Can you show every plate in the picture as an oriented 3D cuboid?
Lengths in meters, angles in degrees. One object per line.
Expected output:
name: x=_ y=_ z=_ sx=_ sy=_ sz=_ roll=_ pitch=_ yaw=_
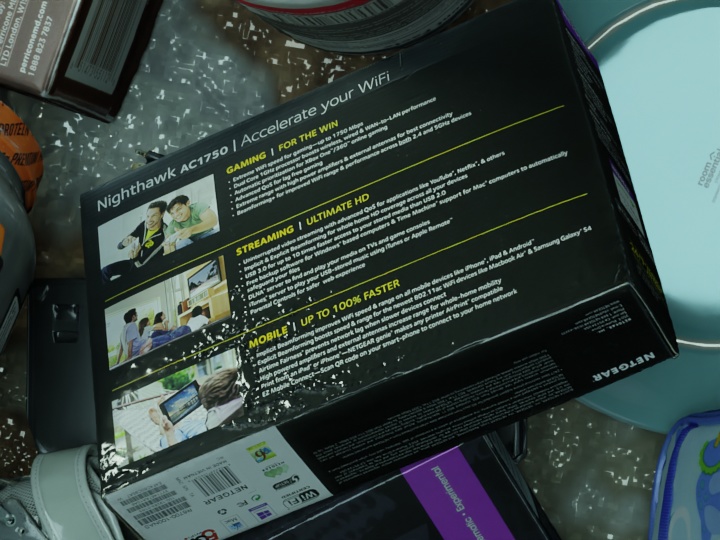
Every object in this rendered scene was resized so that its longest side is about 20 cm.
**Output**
plate: x=0.134 y=-0.037 z=0.950 sx=0.200 sy=0.026 sz=0.200 roll=-1 pitch=84 yaw=5

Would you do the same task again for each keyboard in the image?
keyboard: x=-0.034 y=0.016 z=0.990 sx=0.200 sy=0.021 sz=0.127 roll=0 pitch=89 yaw=9

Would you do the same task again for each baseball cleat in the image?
baseball cleat: x=-0.151 y=0.095 z=0.979 sx=0.200 sy=0.070 sz=0.106 roll=28 pitch=110 yaw=0

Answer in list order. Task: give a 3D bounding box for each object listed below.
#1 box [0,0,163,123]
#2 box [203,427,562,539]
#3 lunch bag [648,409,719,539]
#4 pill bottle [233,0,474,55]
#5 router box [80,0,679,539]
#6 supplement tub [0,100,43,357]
box: x=-0.186 y=-0.124 z=0.981 sx=0.200 sy=0.100 sz=0.075 roll=21 pitch=91 yaw=11
box: x=-0.017 y=0.141 z=0.936 sx=0.200 sy=0.036 sz=0.143 roll=-27 pitch=123 yaw=7
lunch bag: x=0.151 y=0.147 z=0.881 sx=0.082 sy=0.161 sz=0.200 roll=7 pitch=88 yaw=-15
pill bottle: x=-0.006 y=-0.136 z=0.899 sx=0.111 sy=0.200 sz=0.111 roll=0 pitch=88 yaw=9
router box: x=0.000 y=0.000 z=0.902 sx=0.200 sy=0.051 sz=0.149 roll=-22 pitch=47 yaw=14
supplement tub: x=-0.194 y=0.026 z=0.918 sx=0.122 sy=0.123 sz=0.200 roll=13 pitch=59 yaw=10
